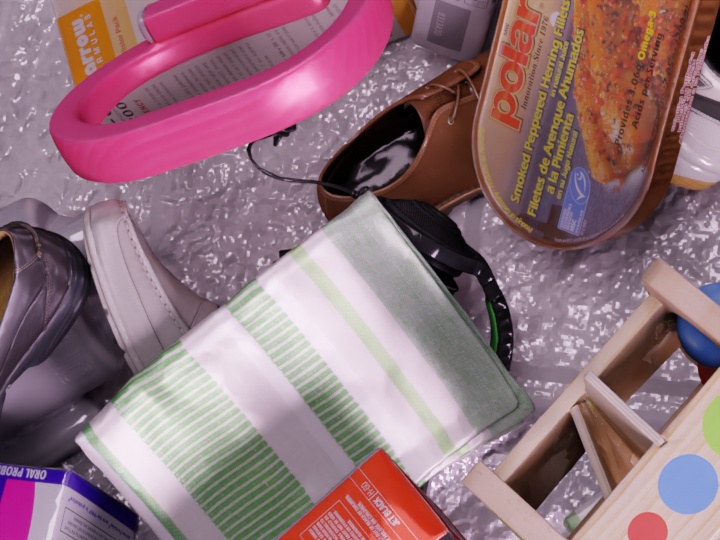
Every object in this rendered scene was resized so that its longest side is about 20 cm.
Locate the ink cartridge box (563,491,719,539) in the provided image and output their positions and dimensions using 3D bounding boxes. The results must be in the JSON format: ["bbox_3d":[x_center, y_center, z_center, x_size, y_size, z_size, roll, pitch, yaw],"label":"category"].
[{"bbox_3d":[0.221,0.125,1.098,0.199,0.048,0.146,-37,62,1],"label":"ink cartridge box"}]

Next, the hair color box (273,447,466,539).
[{"bbox_3d":[-0.034,0.188,1.109,0.200,0.102,0.061,-41,62,0],"label":"hair color box"}]

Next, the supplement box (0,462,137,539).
[{"bbox_3d":[-0.200,0.209,1.176,0.100,0.103,0.202,4,72,19],"label":"supplement box"}]

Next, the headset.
[{"bbox_3d":[0.000,0.000,1.181,0.123,0.094,0.201,-29,103,4],"label":"headset"}]

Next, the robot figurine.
[{"bbox_3d":[-0.212,0.035,1.243,0.199,0.113,0.170,-29,94,6],"label":"robot figurine"}]

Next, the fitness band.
[{"bbox_3d":[-0.075,-0.111,1.178,0.199,0.038,0.144,-19,30,18],"label":"fitness band"}]

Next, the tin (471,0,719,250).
[{"bbox_3d":[0.123,-0.110,1.158,0.111,0.042,0.202,22,108,27],"label":"tin"}]

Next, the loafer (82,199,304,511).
[{"bbox_3d":[-0.083,0.046,1.177,0.069,0.070,0.201,-27,106,4],"label":"loafer"}]

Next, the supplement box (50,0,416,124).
[{"bbox_3d":[-0.079,-0.169,1.304,0.199,0.074,0.127,-23,64,9],"label":"supplement box"}]

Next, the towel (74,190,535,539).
[{"bbox_3d":[-0.029,0.077,1.142,0.199,0.153,0.023,-37,20,7],"label":"towel"}]

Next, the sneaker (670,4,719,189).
[{"bbox_3d":[0.170,-0.147,1.197,0.088,0.075,0.201,-39,66,37],"label":"sneaker"}]

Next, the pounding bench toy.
[{"bbox_3d":[0.181,0.117,1.020,0.156,0.124,0.200,-47,63,-3],"label":"pounding bench toy"}]

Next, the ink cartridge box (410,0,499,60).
[{"bbox_3d":[0.083,-0.240,1.232,0.050,0.161,0.201,19,68,4],"label":"ink cartridge box"}]

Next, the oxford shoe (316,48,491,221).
[{"bbox_3d":[0.061,-0.086,1.226,0.200,0.071,0.071,-38,60,-1],"label":"oxford shoe"}]

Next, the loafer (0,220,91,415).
[{"bbox_3d":[-0.220,0.060,1.141,0.072,0.072,0.201,28,85,22],"label":"loafer"}]
